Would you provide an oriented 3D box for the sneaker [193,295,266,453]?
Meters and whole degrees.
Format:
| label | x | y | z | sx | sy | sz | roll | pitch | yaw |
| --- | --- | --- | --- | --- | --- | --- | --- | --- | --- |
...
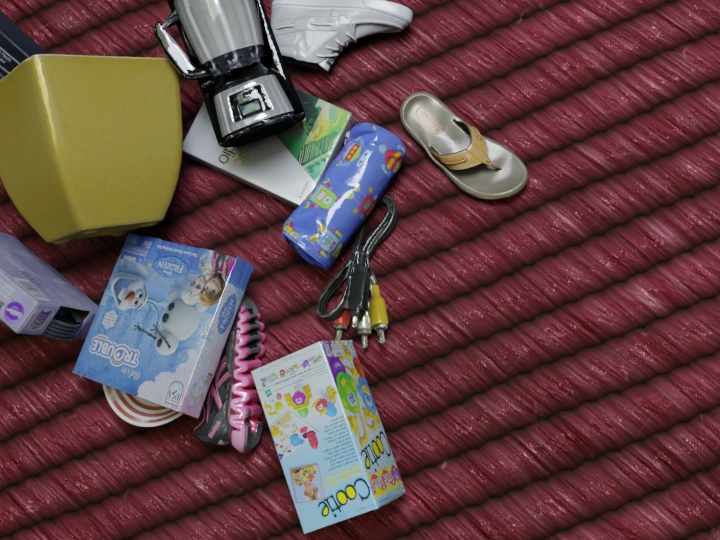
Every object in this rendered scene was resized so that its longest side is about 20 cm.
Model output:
| label | x | y | z | sx | sy | sz | roll | pitch | yaw |
| --- | --- | --- | --- | --- | --- | --- | --- | --- | --- |
| sneaker | -0.176 | 0.131 | 1.084 | 0.095 | 0.079 | 0.202 | -1 | 79 | 19 |

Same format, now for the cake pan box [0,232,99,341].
| label | x | y | z | sx | sy | sz | roll | pitch | yaw |
| --- | --- | --- | --- | --- | --- | --- | --- | --- | --- |
| cake pan box | -0.439 | 0.013 | 1.075 | 0.199 | 0.184 | 0.052 | 37 | 91 | 10 |

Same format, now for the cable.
| label | x | y | z | sx | sy | sz | roll | pitch | yaw |
| --- | --- | --- | --- | --- | --- | --- | --- | --- | --- |
| cable | 0.000 | 0.000 | 1.104 | 0.096 | 0.050 | 0.202 | 0 | 68 | 25 |

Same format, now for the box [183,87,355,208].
| label | x | y | z | sx | sy | sz | roll | pitch | yaw |
| --- | --- | --- | --- | --- | --- | --- | --- | --- | --- |
| box | -0.126 | -0.184 | 1.141 | 0.199 | 0.036 | 0.145 | 25 | 85 | 10 |

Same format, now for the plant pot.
| label | x | y | z | sx | sy | sz | roll | pitch | yaw |
| --- | --- | --- | --- | --- | --- | --- | --- | --- | --- |
| plant pot | -0.339 | -0.144 | 1.059 | 0.195 | 0.193 | 0.202 | -11 | 91 | 46 |

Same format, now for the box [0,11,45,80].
| label | x | y | z | sx | sy | sz | roll | pitch | yaw |
| --- | --- | --- | --- | --- | --- | --- | --- | --- | --- |
| box | -0.522 | -0.245 | 1.115 | 0.198 | 0.200 | 0.124 | -39 | 72 | 0 |

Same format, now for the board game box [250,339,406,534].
| label | x | y | z | sx | sy | sz | roll | pitch | yaw |
| --- | --- | --- | --- | --- | --- | --- | --- | --- | --- |
| board game box | -0.038 | 0.197 | 1.024 | 0.104 | 0.103 | 0.202 | -24 | 78 | 19 |

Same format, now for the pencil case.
| label | x | y | z | sx | sy | sz | roll | pitch | yaw |
| --- | --- | --- | --- | --- | --- | --- | --- | --- | --- |
| pencil case | -0.023 | -0.101 | 1.085 | 0.087 | 0.078 | 0.201 | 31 | 82 | 21 |

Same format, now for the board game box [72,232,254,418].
| label | x | y | z | sx | sy | sz | roll | pitch | yaw |
| --- | --- | --- | --- | --- | --- | --- | --- | --- | --- |
| board game box | -0.253 | 0.064 | 1.069 | 0.199 | 0.043 | 0.201 | 11 | 77 | 32 |

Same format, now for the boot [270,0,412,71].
| label | x | y | z | sx | sy | sz | roll | pitch | yaw |
| --- | --- | --- | --- | --- | --- | --- | --- | --- | --- |
| boot | -0.031 | -0.315 | 1.139 | 0.198 | 0.074 | 0.097 | 8 | 88 | 17 |

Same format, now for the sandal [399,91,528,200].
| label | x | y | z | sx | sy | sz | roll | pitch | yaw |
| --- | --- | --- | --- | --- | --- | --- | --- | --- | --- |
| sandal | 0.129 | -0.165 | 1.095 | 0.200 | 0.054 | 0.080 | 43 | 88 | 12 |

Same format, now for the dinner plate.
| label | x | y | z | sx | sy | sz | roll | pitch | yaw |
| --- | --- | --- | --- | --- | --- | --- | --- | --- | --- |
| dinner plate | -0.255 | 0.104 | 1.093 | 0.199 | 0.024 | 0.202 | -10 | 66 | 24 |

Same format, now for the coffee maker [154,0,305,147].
| label | x | y | z | sx | sy | sz | roll | pitch | yaw |
| --- | --- | --- | --- | --- | --- | --- | --- | --- | --- |
| coffee maker | -0.147 | -0.268 | 1.069 | 0.134 | 0.192 | 0.202 | -16 | 99 | 24 |
